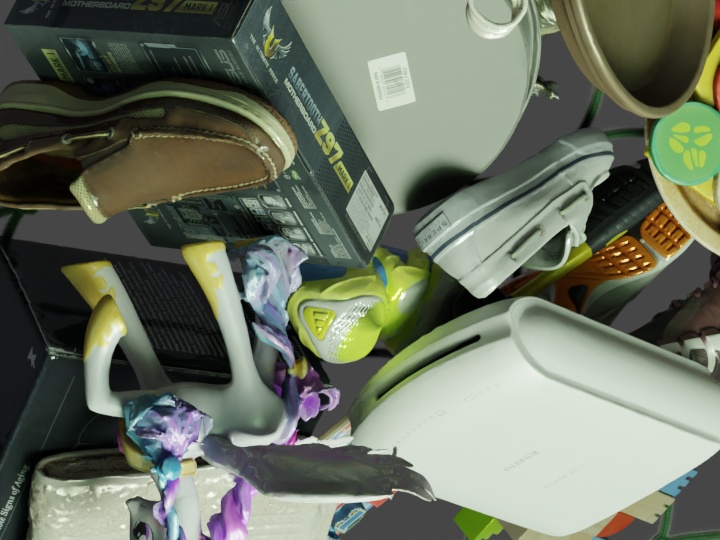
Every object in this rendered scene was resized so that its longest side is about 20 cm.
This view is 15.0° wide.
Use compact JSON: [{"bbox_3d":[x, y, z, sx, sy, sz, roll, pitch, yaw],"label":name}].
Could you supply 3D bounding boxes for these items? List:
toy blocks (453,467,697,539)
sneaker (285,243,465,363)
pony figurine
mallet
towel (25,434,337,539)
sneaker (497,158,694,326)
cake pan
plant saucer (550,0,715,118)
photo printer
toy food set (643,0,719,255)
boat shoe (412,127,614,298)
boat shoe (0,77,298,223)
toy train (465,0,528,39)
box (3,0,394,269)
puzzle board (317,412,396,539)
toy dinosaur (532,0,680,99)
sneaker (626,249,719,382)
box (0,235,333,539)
[{"bbox_3d":[0.178,0.131,1.904,0.200,0.100,0.137,-49,144,13],"label":"toy blocks"},{"bbox_3d":[0.000,0.000,1.711,0.076,0.105,0.200,-56,160,16],"label":"sneaker"},{"bbox_3d":[-0.068,0.084,1.527,0.192,0.167,0.201,-9,88,-8],"label":"pony figurine"},{"bbox_3d":[0.137,-0.006,1.745,0.200,0.041,0.066,-34,161,-18],"label":"mallet"},{"bbox_3d":[-0.109,0.161,1.635,0.199,0.035,0.133,-4,126,-25],"label":"towel"},{"bbox_3d":[0.151,0.006,1.803,0.200,0.076,0.092,-40,162,-4],"label":"sneaker"},{"bbox_3d":[0.012,-0.117,1.602,0.199,0.037,0.201,-5,120,-9],"label":"cake pan"},{"bbox_3d":[0.153,-0.187,1.577,0.029,0.201,0.200,-4,145,31],"label":"plant saucer"},{"bbox_3d":[0.104,0.090,1.699,0.199,0.070,0.166,22,139,-35],"label":"photo printer"},{"bbox_3d":[0.272,-0.092,1.731,0.200,0.049,0.198,33,87,-20],"label":"toy food set"},{"bbox_3d":[0.104,-0.029,1.680,0.074,0.067,0.200,-39,172,41],"label":"boat shoe"},{"bbox_3d":[-0.127,-0.055,1.484,0.075,0.202,0.075,54,51,-39],"label":"boat shoe"},{"bbox_3d":[-0.002,-0.198,1.523,0.199,0.056,0.151,7,104,-8],"label":"toy train"},{"bbox_3d":[-0.088,-0.085,1.534,0.051,0.157,0.200,-64,143,-30],"label":"box"},{"bbox_3d":[-0.003,0.134,1.810,0.200,0.017,0.151,-41,158,8],"label":"puzzle board"},{"bbox_3d":[0.092,-0.141,1.658,0.199,0.048,0.089,-6,123,-18],"label":"toy dinosaur"},{"bbox_3d":[0.228,0.022,1.801,0.199,0.116,0.076,-9,149,-15],"label":"sneaker"},{"bbox_3d":[-0.156,0.103,1.669,0.196,0.124,0.201,8,121,-34],"label":"box"}]
